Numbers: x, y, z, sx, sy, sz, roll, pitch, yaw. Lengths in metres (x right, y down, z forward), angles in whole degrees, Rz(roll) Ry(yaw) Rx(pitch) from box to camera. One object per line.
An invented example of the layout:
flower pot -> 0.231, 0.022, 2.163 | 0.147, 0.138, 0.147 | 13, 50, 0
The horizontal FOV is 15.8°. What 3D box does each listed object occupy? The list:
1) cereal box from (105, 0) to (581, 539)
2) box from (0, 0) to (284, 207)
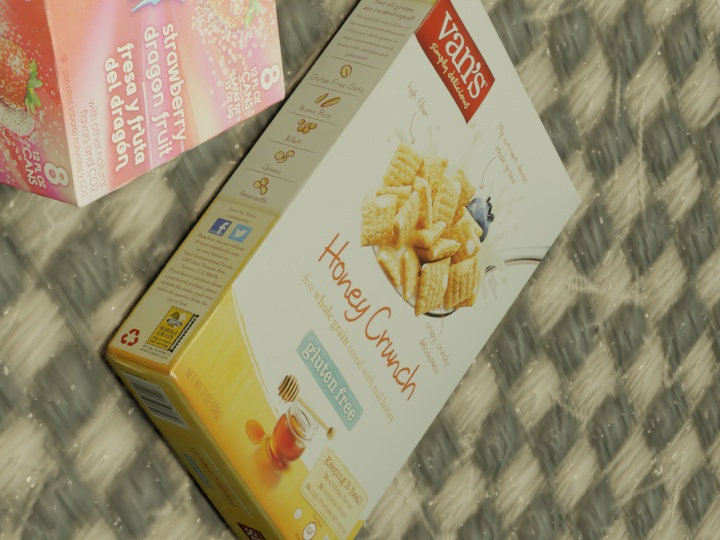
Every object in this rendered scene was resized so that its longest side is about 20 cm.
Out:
cereal box -> 0.000, 0.000, 0.980 | 0.200, 0.040, 0.144 | -55, 139, -21
box -> -0.096, -0.133, 0.757 | 0.095, 0.103, 0.200 | -32, 126, -40
